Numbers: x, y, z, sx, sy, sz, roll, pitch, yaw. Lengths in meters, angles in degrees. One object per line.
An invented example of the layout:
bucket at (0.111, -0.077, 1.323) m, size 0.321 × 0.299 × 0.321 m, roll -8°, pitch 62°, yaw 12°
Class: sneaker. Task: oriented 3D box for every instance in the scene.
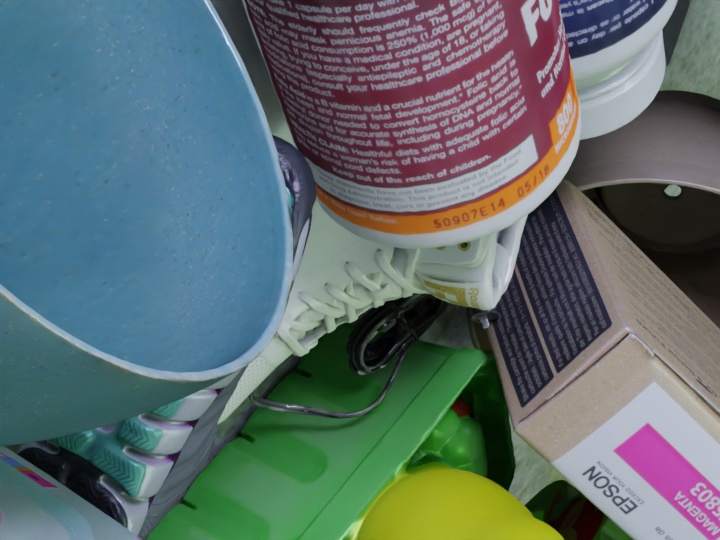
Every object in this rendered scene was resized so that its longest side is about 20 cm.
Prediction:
sneaker at (0.000, 0.000, 0.880) m, size 0.201 × 0.115 × 0.074 m, roll -57°, pitch 155°, yaw -6°
sneaker at (-0.074, 0.032, 0.786) m, size 0.201 × 0.074 × 0.087 m, roll -58°, pitch 169°, yaw 14°

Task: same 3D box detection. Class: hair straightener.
hair straightener at (0.029, 0.000, 0.940) m, size 0.200 × 0.077 × 0.041 m, roll -42°, pitch 165°, yaw -11°

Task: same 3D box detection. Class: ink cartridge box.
ink cartridge box at (0.149, 0.071, 0.980) m, size 0.075 × 0.165 × 0.200 m, roll -41°, pitch 113°, yaw 15°

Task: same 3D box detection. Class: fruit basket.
fruit basket at (0.021, 0.139, 0.957) m, size 0.216 × 0.215 × 0.156 m, roll -49°, pitch 151°, yaw -24°

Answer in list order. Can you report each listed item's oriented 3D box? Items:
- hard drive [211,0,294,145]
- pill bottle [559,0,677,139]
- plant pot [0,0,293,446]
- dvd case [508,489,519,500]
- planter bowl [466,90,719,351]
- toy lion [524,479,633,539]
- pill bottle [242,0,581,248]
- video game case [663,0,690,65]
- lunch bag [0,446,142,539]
hard drive at (-0.085, -0.025, 0.801) m, size 0.201 × 0.027 × 0.132 m, roll -60°, pitch 154°, yaw -5°
pill bottle at (0.077, -0.150, 0.856) m, size 0.111 × 0.111 × 0.200 m, roll -50°, pitch 145°, yaw -22°
plant pot at (-0.133, -0.031, 0.563) m, size 0.134 × 0.201 × 0.200 m, roll -30°, pitch 165°, yaw 24°
dvd case at (0.003, 0.211, 1.061) m, size 0.149 × 0.016 × 0.200 m, roll -41°, pitch -169°, yaw 45°
planter bowl at (0.166, -0.012, 1.112) m, size 0.135 × 0.199 × 0.201 m, roll -74°, pitch 170°, yaw -48°
toy lion at (0.085, 0.175, 1.033) m, size 0.192 × 0.069 × 0.200 m, roll -53°, pitch -174°, yaw 31°
pill bottle at (0.012, -0.113, 0.739) m, size 0.114 × 0.114 × 0.200 m, roll -49°, pitch 144°, yaw -24°
video game case at (0.130, -0.183, 1.024) m, size 0.200 × 0.036 × 0.182 m, roll -17°, pitch 129°, yaw -55°
lunch bag at (-0.155, 0.100, 0.631) m, size 0.122 × 0.170 × 0.200 m, roll -59°, pitch 157°, yaw -2°
